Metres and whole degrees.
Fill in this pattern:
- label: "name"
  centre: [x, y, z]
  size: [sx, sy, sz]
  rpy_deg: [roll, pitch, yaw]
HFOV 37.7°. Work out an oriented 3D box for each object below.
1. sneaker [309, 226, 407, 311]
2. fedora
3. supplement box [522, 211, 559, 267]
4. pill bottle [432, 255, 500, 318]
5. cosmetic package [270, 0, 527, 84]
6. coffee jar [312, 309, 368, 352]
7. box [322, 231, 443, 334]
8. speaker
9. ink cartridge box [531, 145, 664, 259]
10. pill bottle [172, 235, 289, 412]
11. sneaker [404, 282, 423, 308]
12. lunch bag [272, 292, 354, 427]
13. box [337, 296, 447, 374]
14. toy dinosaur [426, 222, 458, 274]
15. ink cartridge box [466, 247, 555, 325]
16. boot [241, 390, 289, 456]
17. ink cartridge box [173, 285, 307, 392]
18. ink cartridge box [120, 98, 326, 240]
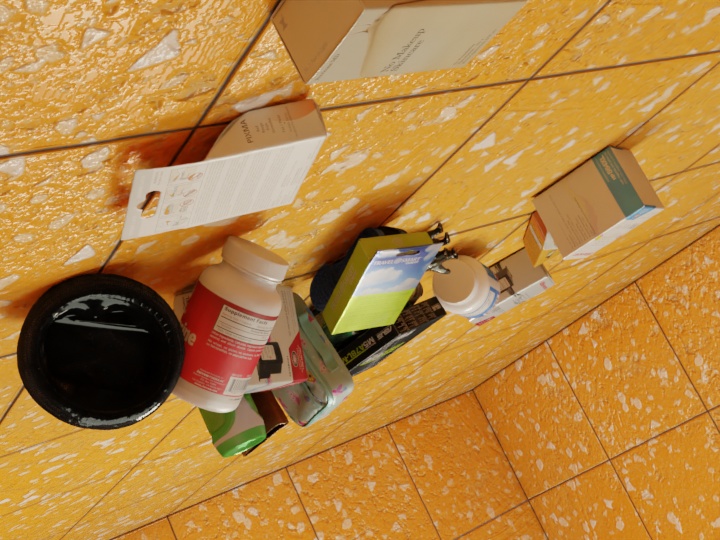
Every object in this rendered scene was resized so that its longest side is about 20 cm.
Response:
- label: "sneaker"
  centre: [0.000, 0.000, 1.634]
  size: [0.077, 0.071, 0.200]
  rpy_deg: [-3, 152, -42]
- label: "fedora"
  centre: [-0.314, 0.090, 1.257]
  size: [0.199, 0.203, 0.091]
  rpy_deg: [-20, -162, -26]
- label: "supplement box"
  centre: [0.368, -0.069, 2.081]
  size: [0.066, 0.069, 0.200]
  rpy_deg: [-25, 164, -4]
- label: "pill bottle"
  centre: [0.200, 0.030, 2.027]
  size: [0.112, 0.113, 0.200]
  rpy_deg: [-30, 165, 12]
- label: "cosmetic package"
  centre: [0.035, -0.223, 0.900]
  size: [0.199, 0.074, 0.103]
  rpy_deg: [-17, 163, -40]
- label: "coffee jar"
  centre: [-0.016, 0.068, 1.814]
  size: [0.104, 0.086, 0.200]
  rpy_deg: [-19, 165, -35]
- label: "box"
  centre: [0.030, 0.013, 1.560]
  size: [0.121, 0.048, 0.201]
  rpy_deg: [-8, 145, -31]
- label: "speaker"
  centre: [-0.214, 0.173, 1.582]
  size: [0.088, 0.202, 0.089]
  rpy_deg: [-25, 166, -7]
- label: "ink cartridge box"
  centre: [0.413, -0.111, 1.885]
  size: [0.199, 0.126, 0.128]
  rpy_deg: [-34, 164, 27]
- label: "pill bottle"
  centre: [-0.167, 0.066, 1.324]
  size: [0.202, 0.112, 0.112]
  rpy_deg: [-65, 158, 7]
- label: "sneaker"
  centre: [0.042, 0.074, 1.963]
  size: [0.200, 0.074, 0.087]
  rpy_deg: [-40, 156, 26]
- label: "lunch bag"
  centre: [-0.103, 0.142, 1.694]
  size: [0.077, 0.201, 0.160]
  rpy_deg: [-30, 171, -33]
- label: "box"
  centre: [0.037, 0.128, 1.881]
  size: [0.192, 0.048, 0.199]
  rpy_deg: [-36, 171, 28]
- label: "toy dinosaur"
  centre: [0.104, -0.027, 1.769]
  size: [0.101, 0.078, 0.200]
  rpy_deg: [-18, 174, 15]
- label: "ink cartridge box"
  centre: [0.317, 0.036, 2.319]
  size: [0.199, 0.084, 0.145]
  rpy_deg: [-30, 165, 10]
- label: "boot"
  centre: [-0.211, 0.198, 1.675]
  size: [0.188, 0.202, 0.068]
  rpy_deg: [-34, 164, 27]
- label: "ink cartridge box"
  centre: [-0.165, 0.098, 1.490]
  size: [0.082, 0.148, 0.200]
  rpy_deg: [-14, 172, 23]
- label: "ink cartridge box"
  centre: [-0.147, -0.101, 1.080]
  size: [0.198, 0.051, 0.162]
  rpy_deg: [-12, 162, -22]
